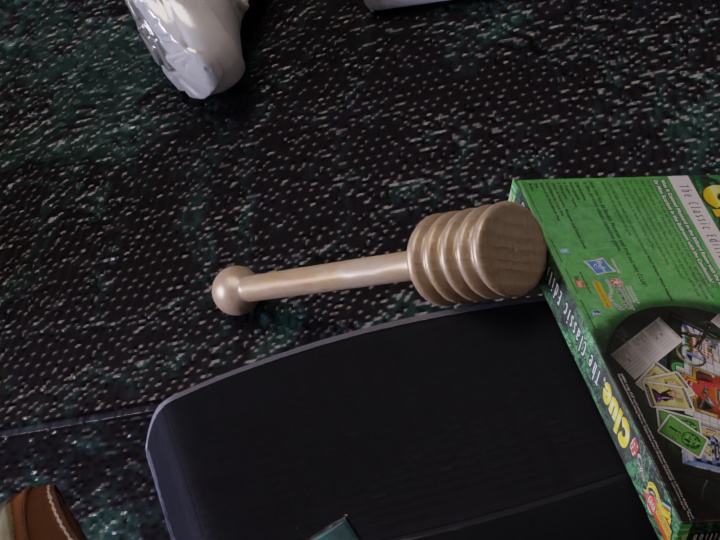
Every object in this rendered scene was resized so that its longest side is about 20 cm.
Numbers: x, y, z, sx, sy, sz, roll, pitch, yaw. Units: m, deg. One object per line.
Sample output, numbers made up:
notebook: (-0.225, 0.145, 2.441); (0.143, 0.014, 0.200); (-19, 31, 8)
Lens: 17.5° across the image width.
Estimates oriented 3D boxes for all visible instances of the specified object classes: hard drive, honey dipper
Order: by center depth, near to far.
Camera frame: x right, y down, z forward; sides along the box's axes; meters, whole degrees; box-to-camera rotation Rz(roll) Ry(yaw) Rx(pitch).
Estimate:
hard drive: (0.023, 0.073, 0.893); (0.198, 0.043, 0.135); (-14, 41, -9)
honey dipper: (0.000, 0.000, 0.978); (0.199, 0.038, 0.038); (-8, 41, 53)

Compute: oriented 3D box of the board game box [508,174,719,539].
board game box: (0.133, 0.030, 0.893); (0.104, 0.024, 0.201); (-3, 39, -15)

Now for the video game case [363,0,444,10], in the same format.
video game case: (0.103, -0.216, 1.186); (0.180, 0.024, 0.201); (-5, 46, 23)

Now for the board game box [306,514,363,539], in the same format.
board game box: (-0.053, 0.193, 0.790); (0.199, 0.028, 0.136); (-31, 81, -12)

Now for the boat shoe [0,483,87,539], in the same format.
boat shoe: (-0.080, 0.158, 0.883); (0.073, 0.076, 0.201); (-26, 50, -6)

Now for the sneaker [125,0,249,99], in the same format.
sneaker: (-0.077, -0.167, 1.195); (0.099, 0.078, 0.201); (-22, 43, 1)
